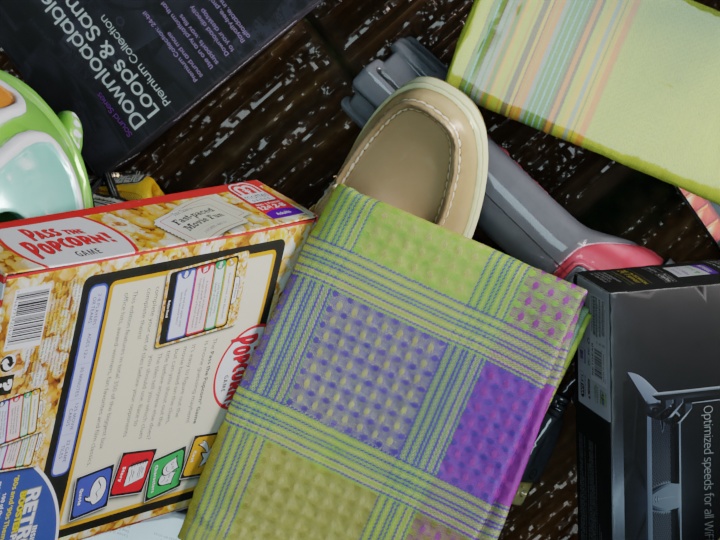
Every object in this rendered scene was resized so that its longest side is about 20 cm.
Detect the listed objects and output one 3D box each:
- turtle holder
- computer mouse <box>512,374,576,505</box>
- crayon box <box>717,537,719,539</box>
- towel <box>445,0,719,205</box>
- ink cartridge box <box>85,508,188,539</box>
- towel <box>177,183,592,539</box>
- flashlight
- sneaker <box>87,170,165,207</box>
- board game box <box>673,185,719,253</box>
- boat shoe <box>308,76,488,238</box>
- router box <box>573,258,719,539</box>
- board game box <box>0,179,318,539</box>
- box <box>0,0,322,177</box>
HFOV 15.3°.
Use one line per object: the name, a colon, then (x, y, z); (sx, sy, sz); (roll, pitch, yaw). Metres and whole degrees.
turtle holder: (-0.204, -0.003, 1.227); (0.141, 0.132, 0.186); (29, 100, 1)
computer mouse: (0.128, 0.145, 1.304); (0.140, 0.046, 0.200); (19, 108, -13)
crayon box: (0.266, 0.131, 1.145); (0.173, 0.058, 0.200); (48, 121, 9)
towel: (0.145, -0.088, 1.279); (0.200, 0.018, 0.086); (24, 94, 6)
ink cartridge box: (-0.119, 0.196, 1.328); (0.200, 0.084, 0.176); (17, 93, 3)
towel: (0.009, 0.075, 1.240); (0.143, 0.023, 0.200); (24, 97, 15)
flashlight: (0.080, -0.031, 1.321); (0.200, 0.068, 0.068); (45, 60, 5)
sneaker: (-0.137, -0.024, 1.322); (0.200, 0.078, 0.082); (24, 115, -6)
board game box: (0.253, -0.071, 1.308); (0.200, 0.057, 0.165); (-35, 92, 5)
boat shoe: (0.000, 0.000, 1.288); (0.074, 0.066, 0.200); (31, 120, 12)
router box: (0.183, 0.095, 1.258); (0.157, 0.052, 0.201); (-4, 102, -14)
board game box: (-0.115, 0.046, 1.215); (0.046, 0.200, 0.152); (30, 115, 33)
box: (-0.101, -0.154, 1.295); (0.200, 0.036, 0.143); (-37, 90, 35)
